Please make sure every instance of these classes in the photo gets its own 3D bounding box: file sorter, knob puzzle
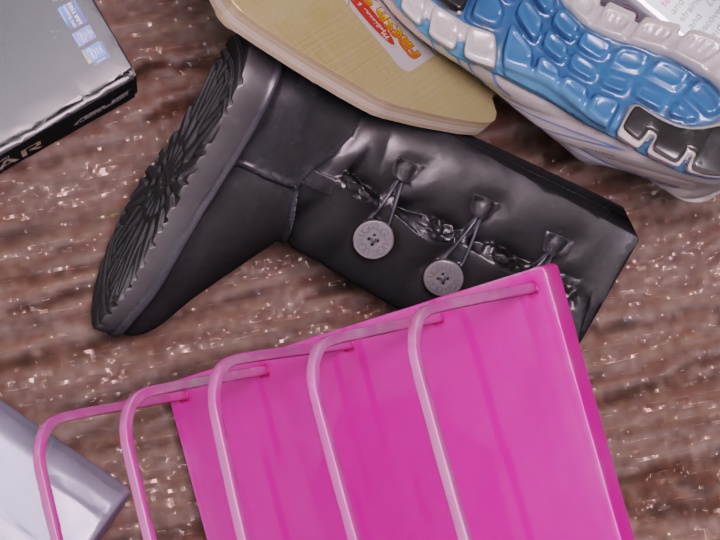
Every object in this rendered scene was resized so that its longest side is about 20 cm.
[{"bbox_3d":[-0.014,0.095,0.878,0.199,0.125,0.140,-18,85,31],"label":"file sorter"},{"bbox_3d":[-0.016,-0.131,0.944,0.030,0.219,0.220,-40,88,33],"label":"knob puzzle"}]

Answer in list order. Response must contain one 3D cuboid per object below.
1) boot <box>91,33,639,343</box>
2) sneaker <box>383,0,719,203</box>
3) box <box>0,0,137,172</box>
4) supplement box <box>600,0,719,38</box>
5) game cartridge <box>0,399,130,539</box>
[{"bbox_3d":[0.000,-0.001,0.967,0.199,0.066,0.165,23,125,-21],"label":"boot"},{"bbox_3d":[0.081,-0.089,0.937,0.199,0.087,0.075,37,74,10],"label":"sneaker"},{"bbox_3d":[-0.216,-0.129,0.978,0.159,0.044,0.201,-29,87,-8],"label":"box"},{"bbox_3d":[0.191,-0.102,0.980,0.200,0.101,0.104,39,81,0],"label":"supplement box"},{"bbox_3d":[-0.209,0.142,0.949,0.133,0.041,0.201,33,81,6],"label":"game cartridge"}]
